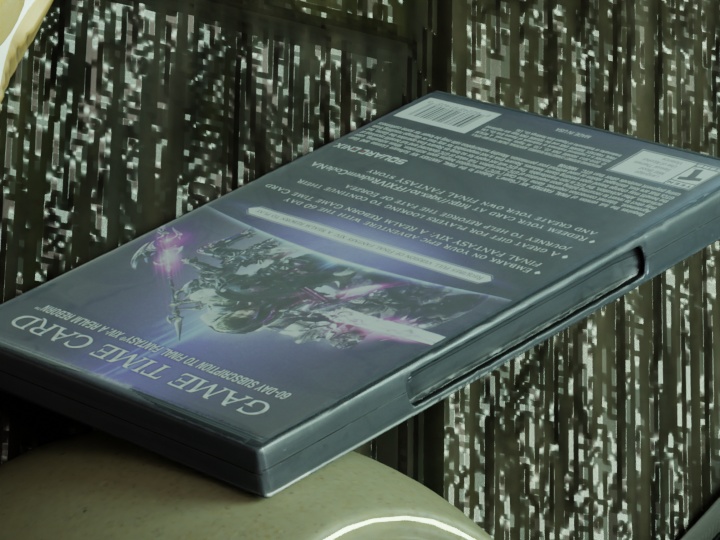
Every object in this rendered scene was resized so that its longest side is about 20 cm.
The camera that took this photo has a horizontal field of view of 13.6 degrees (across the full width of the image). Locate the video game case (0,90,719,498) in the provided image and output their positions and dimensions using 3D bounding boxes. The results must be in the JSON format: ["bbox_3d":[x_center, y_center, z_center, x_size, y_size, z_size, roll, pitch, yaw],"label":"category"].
[{"bbox_3d":[0.000,0.000,0.884,0.199,0.142,0.019,-29,120,-34],"label":"video game case"}]

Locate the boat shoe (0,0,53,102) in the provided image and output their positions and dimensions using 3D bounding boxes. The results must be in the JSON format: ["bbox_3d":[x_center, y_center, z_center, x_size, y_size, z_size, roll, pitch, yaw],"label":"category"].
[{"bbox_3d":[-0.139,-0.055,0.854,0.069,0.071,0.201,32,52,-20],"label":"boat shoe"}]

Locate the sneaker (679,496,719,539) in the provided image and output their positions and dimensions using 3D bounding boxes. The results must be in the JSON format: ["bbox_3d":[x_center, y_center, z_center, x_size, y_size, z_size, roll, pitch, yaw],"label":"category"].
[{"bbox_3d":[0.177,0.100,1.009,0.200,0.073,0.112,-42,102,-25],"label":"sneaker"}]

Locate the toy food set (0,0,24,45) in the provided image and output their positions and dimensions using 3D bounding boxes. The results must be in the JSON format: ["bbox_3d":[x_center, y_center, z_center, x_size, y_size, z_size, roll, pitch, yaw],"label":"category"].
[{"bbox_3d":[-0.171,-0.133,0.827,0.197,0.049,0.201,19,55,1],"label":"toy food set"}]

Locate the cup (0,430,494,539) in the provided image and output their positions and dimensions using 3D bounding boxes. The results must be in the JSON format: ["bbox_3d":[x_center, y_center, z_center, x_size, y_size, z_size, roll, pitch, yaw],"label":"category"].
[{"bbox_3d":[-0.021,0.129,0.826,0.199,0.143,0.202,10,72,-30],"label":"cup"}]
